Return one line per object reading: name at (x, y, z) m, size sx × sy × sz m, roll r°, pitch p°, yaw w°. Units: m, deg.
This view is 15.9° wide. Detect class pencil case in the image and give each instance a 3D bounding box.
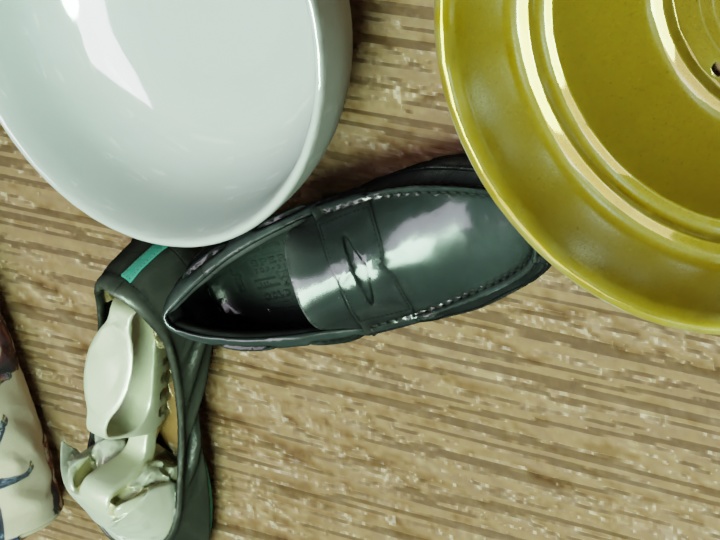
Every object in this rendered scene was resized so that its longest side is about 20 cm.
pencil case at (-0.212, 0.048, 1.258) m, size 0.078 × 0.089 × 0.200 m, roll -6°, pitch 108°, yaw 39°

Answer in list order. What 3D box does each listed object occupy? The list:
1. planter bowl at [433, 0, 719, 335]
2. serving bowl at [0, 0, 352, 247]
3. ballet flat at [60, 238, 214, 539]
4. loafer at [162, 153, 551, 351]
planter bowl at (0.131, -0.084, 0.927) m, size 0.200 × 0.083 × 0.201 m, roll 17°, pitch 121°, yaw 31°
serving bowl at (-0.079, -0.113, 1.088) m, size 0.200 × 0.066 × 0.201 m, roll 17°, pitch 121°, yaw 30°
ballet flat at (-0.108, 0.073, 1.203) m, size 0.068 × 0.068 × 0.200 m, roll 21°, pitch 124°, yaw 28°
loafer at (0.000, 0.000, 1.081) m, size 0.200 × 0.070 × 0.068 m, roll -13°, pitch 104°, yaw 41°
